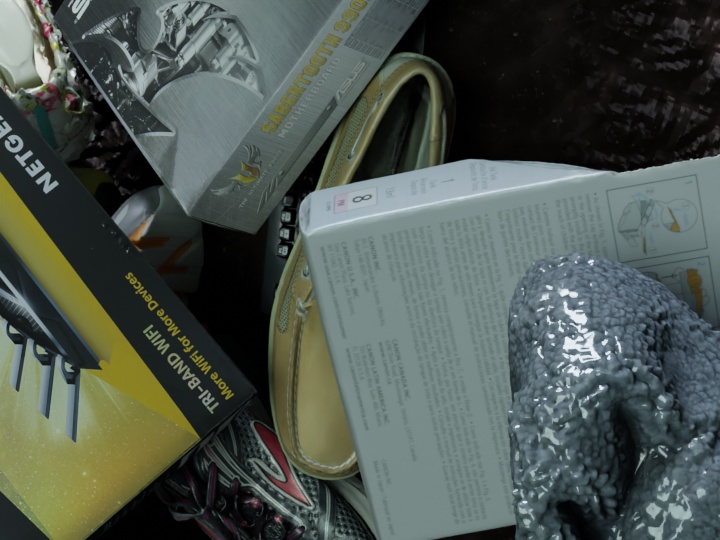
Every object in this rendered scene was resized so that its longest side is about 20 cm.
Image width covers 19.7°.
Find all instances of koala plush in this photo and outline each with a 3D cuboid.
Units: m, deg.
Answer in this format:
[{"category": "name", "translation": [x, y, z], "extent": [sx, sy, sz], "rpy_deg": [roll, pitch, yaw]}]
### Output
[{"category": "koala plush", "translation": [0.159, 0.080, 0.800], "extent": [0.198, 0.177, 0.185], "rpy_deg": [-3, 107, 7]}]

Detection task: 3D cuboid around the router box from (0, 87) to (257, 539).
[{"category": "router box", "translation": [-0.170, 0.033, 0.934], "extent": [0.157, 0.052, 0.200], "rpy_deg": [-40, 87, -19]}]

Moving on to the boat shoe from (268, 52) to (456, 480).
[{"category": "boat shoe", "translation": [0.000, 0.000, 0.943], "extent": [0.071, 0.076, 0.202], "rpy_deg": [9, 95, -6]}]

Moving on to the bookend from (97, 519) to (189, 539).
[{"category": "bookend", "translation": [-0.182, 0.225, 0.999], "extent": [0.092, 0.197, 0.202], "rpy_deg": [-154, 70, -67]}]

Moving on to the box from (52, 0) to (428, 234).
[{"category": "box", "translation": [-0.044, -0.143, 0.963], "extent": [0.200, 0.048, 0.159], "rpy_deg": [-52, 50, 19]}]

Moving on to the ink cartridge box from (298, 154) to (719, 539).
[{"category": "ink cartridge box", "translation": [0.087, 0.028, 0.892], "extent": [0.198, 0.057, 0.164], "rpy_deg": [-12, 116, 3]}]

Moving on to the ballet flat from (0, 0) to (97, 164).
[{"category": "ballet flat", "translation": [-0.188, -0.137, 1.046], "extent": [0.075, 0.064, 0.201], "rpy_deg": [-28, 61, -13]}]

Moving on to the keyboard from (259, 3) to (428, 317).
[{"category": "keyboard", "translation": [-0.025, -0.069, 0.992], "extent": [0.103, 0.040, 0.202], "rpy_deg": [8, 96, 28]}]

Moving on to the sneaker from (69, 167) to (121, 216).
[{"category": "sneaker", "translation": [-0.213, -0.058, 1.080], "extent": [0.198, 0.078, 0.091], "rpy_deg": [4, 81, 22]}]

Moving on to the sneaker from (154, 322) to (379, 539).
[{"category": "sneaker", "translation": [-0.055, 0.113, 0.997], "extent": [0.200, 0.075, 0.081], "rpy_deg": [46, 112, 18]}]

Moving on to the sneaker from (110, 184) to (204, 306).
[{"category": "sneaker", "translation": [-0.154, 0.026, 1.050], "extent": [0.200, 0.078, 0.077], "rpy_deg": [-49, 64, 22]}]
